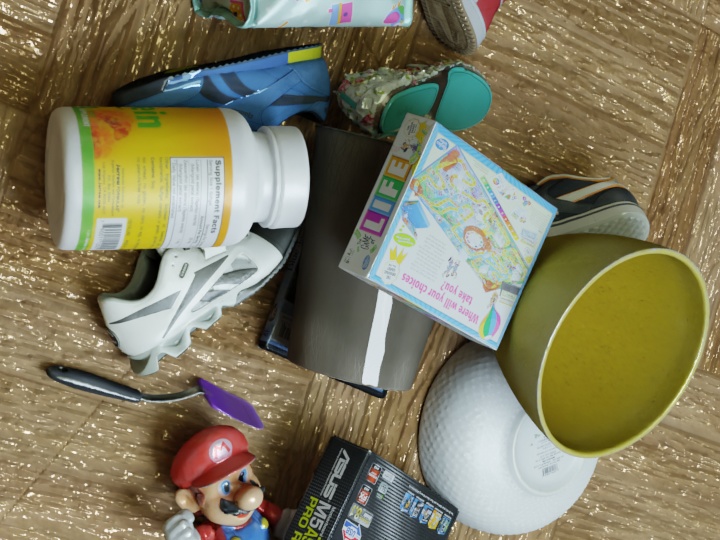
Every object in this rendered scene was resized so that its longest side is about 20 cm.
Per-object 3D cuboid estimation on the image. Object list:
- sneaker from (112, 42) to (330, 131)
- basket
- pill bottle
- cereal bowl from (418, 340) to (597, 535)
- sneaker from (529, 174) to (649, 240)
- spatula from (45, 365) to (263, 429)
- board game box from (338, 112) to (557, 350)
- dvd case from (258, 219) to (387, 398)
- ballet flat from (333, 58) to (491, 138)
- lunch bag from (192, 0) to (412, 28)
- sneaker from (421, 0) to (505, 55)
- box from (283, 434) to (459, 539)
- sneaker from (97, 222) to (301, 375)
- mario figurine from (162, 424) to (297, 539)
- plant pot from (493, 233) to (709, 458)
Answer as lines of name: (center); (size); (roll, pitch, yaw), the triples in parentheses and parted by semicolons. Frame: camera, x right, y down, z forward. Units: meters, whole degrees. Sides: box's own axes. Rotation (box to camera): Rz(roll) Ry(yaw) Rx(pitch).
sneaker: (-0.110, -0.138, 1.392); (0.198, 0.066, 0.079); (-14, 104, -31)
basket: (0.012, -0.008, 1.429); (0.180, 0.135, 0.202); (12, 93, -51)
pill bottle: (-0.146, -0.074, 1.327); (0.198, 0.111, 0.112); (-2, 97, -19)
cereal bowl: (0.158, 0.159, 1.593); (0.198, 0.083, 0.203); (-4, 98, -33)
sneaker: (0.169, -0.036, 1.585); (0.198, 0.080, 0.079); (-14, 134, -7)
spatula: (-0.170, 0.104, 1.399); (0.198, 0.057, 0.021); (11, 110, -27)
board game box: (0.077, -0.028, 1.369); (0.199, 0.034, 0.136); (30, 83, -50)
dvd case: (0.000, 0.000, 1.509); (0.142, 0.017, 0.202); (25, 81, -33)
ballet flat: (0.048, -0.160, 1.483); (0.199, 0.064, 0.076); (-10, 125, -57)
lunch bag: (-0.046, -0.306, 1.379); (0.169, 0.122, 0.202); (-6, 105, -30)
sneaker: (0.098, -0.292, 1.470); (0.113, 0.071, 0.200); (-55, 157, -19)
box: (0.002, 0.253, 1.482); (0.200, 0.044, 0.161); (41, 71, -54)
sneaker: (-0.133, -0.010, 1.388); (0.200, 0.074, 0.089); (-43, 118, -21)
mario figurine: (-0.100, 0.226, 1.415); (0.105, 0.124, 0.202); (-8, 113, 12)
plant pot: (0.193, 0.045, 1.497); (0.198, 0.142, 0.202); (-18, 124, -29)
